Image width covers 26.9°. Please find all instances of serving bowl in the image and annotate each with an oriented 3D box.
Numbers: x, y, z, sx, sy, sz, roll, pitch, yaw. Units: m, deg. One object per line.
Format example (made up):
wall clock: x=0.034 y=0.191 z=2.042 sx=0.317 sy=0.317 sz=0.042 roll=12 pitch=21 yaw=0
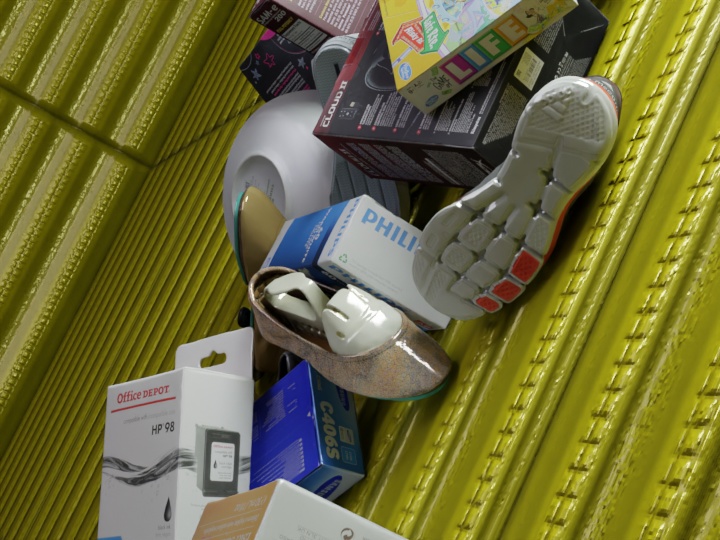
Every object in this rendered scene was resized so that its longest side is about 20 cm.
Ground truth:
serving bowl: x=-0.067 y=-0.064 z=1.362 sx=0.200 sy=0.066 sz=0.200 roll=6 pitch=98 yaw=50

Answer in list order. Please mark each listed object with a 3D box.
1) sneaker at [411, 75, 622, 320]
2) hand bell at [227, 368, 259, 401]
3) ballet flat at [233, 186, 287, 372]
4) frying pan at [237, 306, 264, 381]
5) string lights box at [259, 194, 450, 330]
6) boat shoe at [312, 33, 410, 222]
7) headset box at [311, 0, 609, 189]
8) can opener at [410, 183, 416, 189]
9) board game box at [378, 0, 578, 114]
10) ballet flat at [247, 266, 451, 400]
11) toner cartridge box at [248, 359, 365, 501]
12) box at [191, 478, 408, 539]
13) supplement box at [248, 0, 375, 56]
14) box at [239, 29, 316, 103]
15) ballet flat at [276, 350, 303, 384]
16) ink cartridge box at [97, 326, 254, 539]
sneaker: x=0.112 y=-0.047 z=0.989 sx=0.200 sy=0.077 sz=0.082 roll=-51 pitch=-9 yaw=32
hand bell: x=-0.114 y=0.111 z=1.260 sx=0.200 sy=0.104 sz=0.104 roll=122 pitch=171 yaw=-69
ballet flat: x=-0.069 y=0.009 z=1.303 sx=0.069 sy=0.063 sz=0.200 roll=-73 pitch=-14 yaw=-45
frying pan: x=-0.093 y=0.042 z=1.433 sx=0.190 sy=0.031 sz=0.115 roll=106 pitch=-179 yaw=-60
string lights box: x=0.000 y=0.000 z=1.164 sx=0.059 sy=0.103 sz=0.200 roll=-62 pitch=15 yaw=-12
boat shoe: x=0.014 y=-0.102 z=1.260 sx=0.067 sy=0.073 sz=0.200 roll=-36 pitch=-56 yaw=-53
headset box: x=0.065 y=-0.143 z=1.125 sx=0.200 sy=0.077 sz=0.149 roll=9 pitch=70 yaw=50
can opener: x=0.073 y=-0.126 z=1.266 sx=0.200 sy=0.079 sz=0.063 roll=-51 pitch=57 yaw=45
board game box: x=0.073 y=-0.224 z=1.083 sx=0.134 sy=0.034 sz=0.200 roll=-34 pitch=43 yaw=26
ballet flat: x=-0.018 y=0.039 z=1.076 sx=0.068 sy=0.067 sz=0.200 roll=-42 pitch=35 yaw=-27
toner cartridge box: x=-0.078 y=0.159 z=1.158 sx=0.200 sy=0.043 sz=0.095 roll=-41 pitch=44 yaw=36
box: x=-0.067 y=0.248 z=0.937 sx=0.152 sy=0.106 sz=0.200 roll=-31 pitch=33 yaw=62
supplement box: x=0.016 y=-0.224 z=1.321 sx=0.109 sy=0.200 sz=0.061 roll=-66 pitch=16 yaw=-17
box: x=-0.004 y=-0.230 z=1.494 sx=0.132 sy=0.115 sz=0.200 roll=-33 pitch=-5 yaw=-40
ballet flat: x=-0.084 y=0.158 z=1.244 sx=0.200 sy=0.057 sz=0.066 roll=-62 pitch=18 yaw=-1
ink cartridge box: x=-0.141 y=0.143 z=1.144 sx=0.116 sy=0.067 sz=0.200 roll=-17 pitch=67 yaw=49
